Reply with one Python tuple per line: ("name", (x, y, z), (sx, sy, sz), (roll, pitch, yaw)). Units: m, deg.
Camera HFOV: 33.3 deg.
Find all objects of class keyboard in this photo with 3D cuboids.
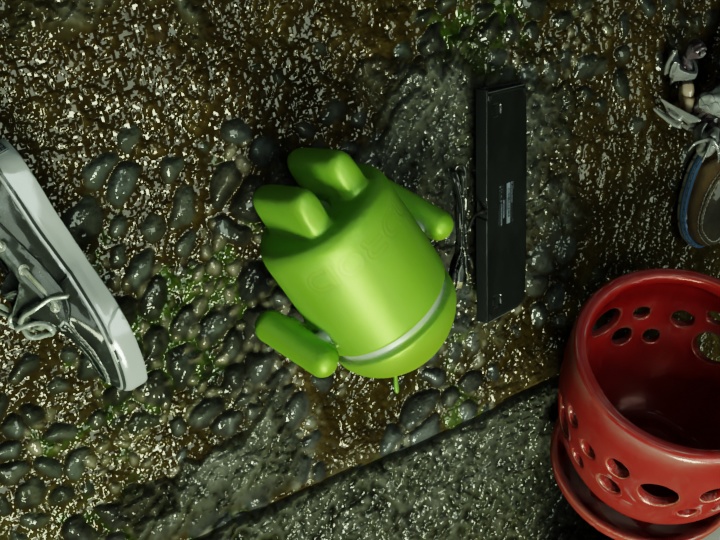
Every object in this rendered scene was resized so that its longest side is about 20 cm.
("keyboard", (0.107, -0.054, 1.023), (0.127, 0.020, 0.203), (-21, 113, -52))

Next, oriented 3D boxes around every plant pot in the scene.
("plant pot", (0.269, 0.129, 1.059), (0.199, 0.201, 0.184), (-26, 146, -22))

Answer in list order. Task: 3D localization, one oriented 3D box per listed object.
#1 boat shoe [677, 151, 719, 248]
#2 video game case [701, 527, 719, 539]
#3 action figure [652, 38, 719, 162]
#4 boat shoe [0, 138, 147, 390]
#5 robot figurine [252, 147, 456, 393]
("boat shoe", (0.375, -0.109, 1.151), (0.072, 0.072, 0.202), (31, 86, -32))
("video game case", (0.257, 0.303, 1.144), (0.199, 0.183, 0.022), (-30, 72, -21))
("action figure", (0.350, -0.186, 1.109), (0.129, 0.069, 0.202), (28, 76, -2))
("boat shoe", (-0.221, 0.011, 0.835), (0.068, 0.073, 0.201), (-37, 117, -22))
("robot figurine", (0.000, 0.000, 0.936), (0.176, 0.115, 0.201), (-50, 122, -24))
